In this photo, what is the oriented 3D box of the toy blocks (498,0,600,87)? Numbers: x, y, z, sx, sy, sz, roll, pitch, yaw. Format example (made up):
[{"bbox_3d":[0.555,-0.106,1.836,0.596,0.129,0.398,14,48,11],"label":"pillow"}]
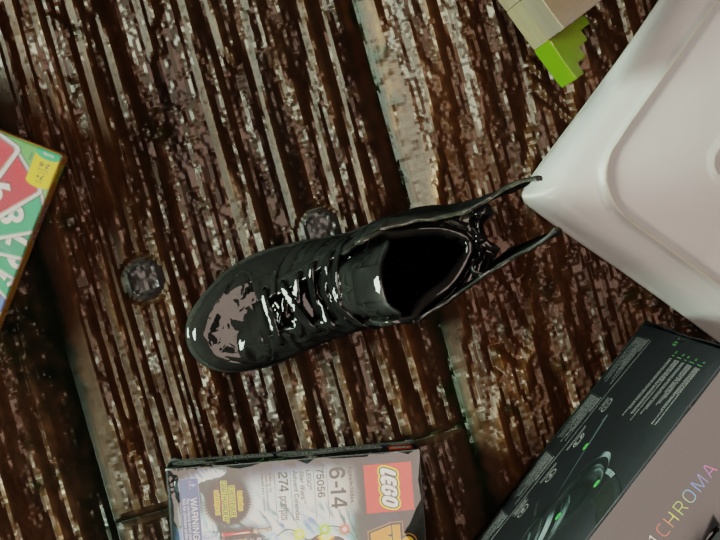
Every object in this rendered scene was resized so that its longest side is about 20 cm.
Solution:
[{"bbox_3d":[0.104,-0.219,0.851,0.137,0.100,0.200,-37,93,-12],"label":"toy blocks"}]

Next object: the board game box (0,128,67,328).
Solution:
[{"bbox_3d":[-0.237,0.015,0.870,0.095,0.030,0.201,21,93,-3],"label":"board game box"}]

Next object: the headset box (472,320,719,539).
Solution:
[{"bbox_3d":[0.142,0.124,0.803,0.093,0.200,0.174,38,89,-3],"label":"headset box"}]

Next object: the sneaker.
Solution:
[{"bbox_3d":[0.001,0.003,0.839,0.199,0.104,0.060,-21,93,-2],"label":"sneaker"}]

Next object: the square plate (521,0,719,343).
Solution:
[{"bbox_3d":[0.223,-0.063,0.886,0.198,0.028,0.200,35,90,-3],"label":"square plate"}]

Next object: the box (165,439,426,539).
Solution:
[{"bbox_3d":[-0.029,0.197,0.877,0.136,0.040,0.201,-5,92,-3],"label":"box"}]
